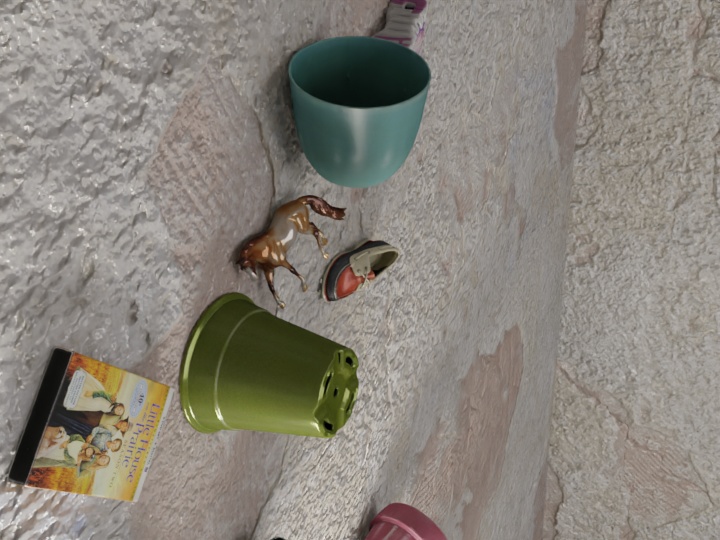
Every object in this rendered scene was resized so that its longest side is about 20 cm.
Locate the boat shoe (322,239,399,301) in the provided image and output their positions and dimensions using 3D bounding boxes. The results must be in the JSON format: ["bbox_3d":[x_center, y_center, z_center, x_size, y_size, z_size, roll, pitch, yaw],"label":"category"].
[{"bbox_3d":[0.000,0.000,1.533,0.200,0.062,0.071,-39,136,-53],"label":"boat shoe"}]

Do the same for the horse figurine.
[{"bbox_3d":[-0.101,-0.042,1.294,0.200,0.050,0.133,-56,131,-26],"label":"horse figurine"}]

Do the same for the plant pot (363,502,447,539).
[{"bbox_3d":[0.065,0.605,1.799,0.179,0.200,0.201,-32,130,-38],"label":"plant pot"}]

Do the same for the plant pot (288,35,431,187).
[{"bbox_3d":[-0.006,-0.219,1.285,0.201,0.200,0.161,-54,157,-43],"label":"plant pot"}]

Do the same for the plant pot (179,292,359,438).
[{"bbox_3d":[-0.109,0.144,1.201,0.200,0.189,0.201,-36,131,-57],"label":"plant pot"}]

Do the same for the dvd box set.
[{"bbox_3d":[-0.296,0.180,1.000,0.200,0.029,0.147,43,61,-62],"label":"dvd box set"}]

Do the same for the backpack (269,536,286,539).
[{"bbox_3d":[-0.136,0.525,1.316,0.200,0.177,0.151,-39,165,-54],"label":"backpack"}]

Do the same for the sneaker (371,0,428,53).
[{"bbox_3d":[0.063,-0.375,1.503,0.089,0.080,0.201,82,28,-51],"label":"sneaker"}]
